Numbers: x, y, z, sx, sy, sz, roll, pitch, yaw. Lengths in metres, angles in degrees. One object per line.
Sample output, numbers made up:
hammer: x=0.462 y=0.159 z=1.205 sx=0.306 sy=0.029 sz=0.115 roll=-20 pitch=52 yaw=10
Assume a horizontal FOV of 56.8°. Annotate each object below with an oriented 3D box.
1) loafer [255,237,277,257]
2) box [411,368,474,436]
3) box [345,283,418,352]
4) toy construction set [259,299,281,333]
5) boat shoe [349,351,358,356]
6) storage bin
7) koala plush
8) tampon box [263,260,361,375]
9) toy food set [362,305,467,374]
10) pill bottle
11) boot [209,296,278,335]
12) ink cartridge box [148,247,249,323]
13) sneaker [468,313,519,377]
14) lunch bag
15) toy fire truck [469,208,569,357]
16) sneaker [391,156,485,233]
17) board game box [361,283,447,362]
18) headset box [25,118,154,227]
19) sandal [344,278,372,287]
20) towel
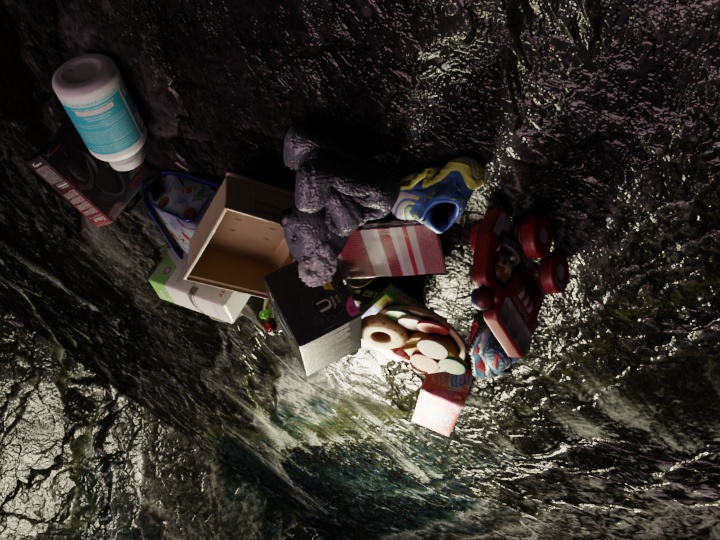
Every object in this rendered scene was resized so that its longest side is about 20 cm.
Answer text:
loafer: x=-0.188 y=-0.075 z=1.317 sx=0.070 sy=0.068 sz=0.201 roll=-1 pitch=145 yaw=27
box: x=0.188 y=0.291 z=1.529 sx=0.102 sy=0.095 sz=0.200 roll=21 pitch=149 yaw=9
box: x=0.054 y=0.113 z=1.417 sx=0.160 sy=0.049 sz=0.200 roll=10 pitch=145 yaw=23
toy construction set: x=-0.158 y=0.067 z=1.451 sx=0.092 sy=0.132 sz=0.199 roll=-2 pitch=175 yaw=-44
boat shoe: x=-0.090 y=0.145 z=1.557 sx=0.200 sy=0.072 sz=0.062 roll=41 pitch=145 yaw=-25
storage bin: x=-0.191 y=-0.054 z=1.211 sx=0.198 sy=0.094 sz=0.200 roll=16 pitch=135 yaw=-28
koala plush: x=-0.052 y=-0.085 z=1.038 sx=0.183 sy=0.178 sz=0.201 roll=14 pitch=120 yaw=-24
tampon box: x=-0.084 y=0.082 z=1.239 sx=0.150 sy=0.126 sz=0.200 roll=59 pitch=167 yaw=20
toy food set: x=0.106 y=0.135 z=1.270 sx=0.200 sy=0.049 sz=0.198 roll=44 pitch=142 yaw=-24
pill bottle: x=-0.452 y=-0.272 z=1.184 sx=0.110 sy=0.111 sz=0.200 roll=16 pitch=147 yaw=19
boot: x=-0.302 y=0.107 z=1.670 sx=0.182 sy=0.073 sz=0.200 roll=50 pitch=138 yaw=-10
ink cartridge box: x=-0.342 y=0.015 z=1.489 sx=0.199 sy=0.146 sz=0.084 roll=18 pitch=148 yaw=18
sneaker: x=0.262 y=0.145 z=1.292 sx=0.095 sy=0.080 sz=0.200 roll=2 pitch=150 yaw=16
lunch bag: x=-0.343 y=-0.102 z=1.349 sx=0.199 sy=0.124 sz=0.170 roll=24 pitch=152 yaw=34
toy fire truck: x=0.227 y=0.015 z=1.014 sx=0.112 sy=0.168 sz=0.200 roll=-2 pitch=138 yaw=40
sneaker: x=0.097 y=-0.100 z=1.009 sx=0.076 sy=0.105 sz=0.200 roll=38 pitch=147 yaw=-17
board game box: x=0.067 y=0.110 z=1.332 sx=0.134 sy=0.029 sz=0.200 roll=31 pitch=146 yaw=-8
headset box: x=-0.522 y=-0.196 z=1.317 sx=0.077 sy=0.149 sz=0.200 roll=-7 pitch=134 yaw=45
sandal: x=-0.005 y=-0.003 z=1.269 sx=0.077 sy=0.070 sz=0.212 roll=33 pitch=149 yaw=-8
towel: x=0.043 y=-0.036 z=1.167 sx=0.199 sy=0.023 sz=0.144 roll=-4 pitch=143 yaw=13
